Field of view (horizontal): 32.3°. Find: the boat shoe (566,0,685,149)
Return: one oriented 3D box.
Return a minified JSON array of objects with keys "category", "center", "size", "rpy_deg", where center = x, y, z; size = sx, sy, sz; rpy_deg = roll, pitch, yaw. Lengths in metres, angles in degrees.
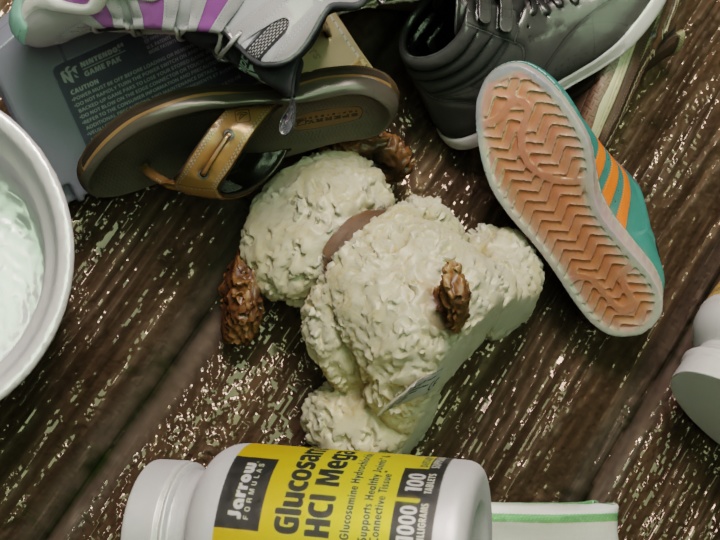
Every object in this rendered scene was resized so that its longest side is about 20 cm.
[{"category":"boat shoe","center":[0.193,-0.165,0.861],"size":[0.075,0.075,0.203],"rpy_deg":[21,82,-21]}]

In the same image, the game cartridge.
[{"category":"game cartridge","center":[-0.125,-0.137,0.772],"size":[0.200,0.041,0.133],"rpy_deg":[-27,132,-14]}]

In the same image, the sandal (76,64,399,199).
[{"category":"sandal","center":[-0.071,-0.072,0.746],"size":[0.200,0.082,0.055],"rpy_deg":[-10,67,-5]}]

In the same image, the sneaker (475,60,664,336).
[{"category":"sneaker","center":[0.138,-0.054,0.814],"size":[0.071,0.080,0.200],"rpy_deg":[-22,111,25]}]

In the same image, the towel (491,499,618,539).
[{"category":"towel","center":[0.102,0.250,0.801],"size":[0.152,0.023,0.200],"rpy_deg":[2,81,-12]}]

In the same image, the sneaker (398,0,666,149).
[{"category":"sneaker","center":[0.111,-0.168,0.795],"size":[0.200,0.099,0.071],"rpy_deg":[-38,47,11]}]

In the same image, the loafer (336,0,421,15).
[{"category":"loafer","center":[0.050,-0.195,0.832],"size":[0.200,0.075,0.070],"rpy_deg":[-14,122,1]}]

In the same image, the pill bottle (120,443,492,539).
[{"category":"pill bottle","center":[-0.030,0.159,0.718],"size":[0.200,0.112,0.113],"rpy_deg":[2,80,14]}]

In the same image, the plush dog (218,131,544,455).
[{"category":"plush dog","center":[0.000,0.000,0.770],"size":[0.172,0.161,0.200],"rpy_deg":[37,75,20]}]

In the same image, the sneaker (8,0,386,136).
[{"category":"sneaker","center":[-0.082,-0.131,0.681],"size":[0.200,0.078,0.140],"rpy_deg":[-25,99,9]}]

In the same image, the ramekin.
[{"category":"ramekin","center":[-0.264,-0.003,0.723],"size":[0.200,0.098,0.201],"rpy_deg":[1,83,-7]}]

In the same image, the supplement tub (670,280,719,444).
[{"category":"supplement tub","center":[0.310,0.029,0.815],"size":[0.145,0.145,0.200],"rpy_deg":[40,76,-3]}]

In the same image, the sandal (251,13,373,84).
[{"category":"sandal","center":[-0.039,-0.140,0.753],"size":[0.078,0.070,0.212],"rpy_deg":[-46,130,2]}]
